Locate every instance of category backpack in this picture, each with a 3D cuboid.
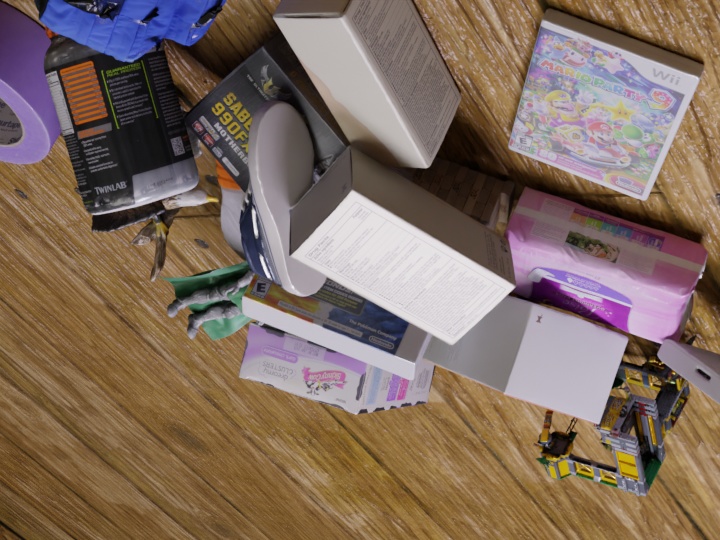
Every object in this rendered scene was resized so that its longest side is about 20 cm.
[{"bbox_3d":[-0.197,-0.272,1.311,0.167,0.163,0.200,29,152,-14],"label":"backpack"}]

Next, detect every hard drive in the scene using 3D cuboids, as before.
[{"bbox_3d":[0.409,0.126,1.502,0.199,0.026,0.132,16,-165,-34],"label":"hard drive"}]

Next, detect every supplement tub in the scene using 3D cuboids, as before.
[{"bbox_3d":[-0.244,-0.166,1.499,0.122,0.122,0.201,-6,101,46],"label":"supplement tub"}]

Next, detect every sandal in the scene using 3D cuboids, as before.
[{"bbox_3d":[-0.118,-0.096,1.662,0.079,0.059,0.207,41,148,22],"label":"sandal"}]

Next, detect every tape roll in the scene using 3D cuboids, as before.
[{"bbox_3d":[-0.420,-0.215,1.683,0.199,0.085,0.200,21,152,11],"label":"tape roll"}]

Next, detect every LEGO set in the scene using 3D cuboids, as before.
[{"bbox_3d":[0.274,0.138,1.610,0.153,0.200,0.116,22,148,35],"label":"LEGO set"}]

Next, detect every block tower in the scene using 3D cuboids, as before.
[{"bbox_3d":[0.056,-0.087,1.537,0.199,0.058,0.054,18,152,11],"label":"block tower"}]

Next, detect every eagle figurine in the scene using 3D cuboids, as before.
[{"bbox_3d":[-0.233,-0.096,1.679,0.150,0.152,0.200,-22,163,0],"label":"eagle figurine"}]

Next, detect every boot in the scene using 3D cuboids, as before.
[{"bbox_3d":[-0.092,-0.074,1.472,0.090,0.073,0.201,20,124,48],"label":"boot"}]

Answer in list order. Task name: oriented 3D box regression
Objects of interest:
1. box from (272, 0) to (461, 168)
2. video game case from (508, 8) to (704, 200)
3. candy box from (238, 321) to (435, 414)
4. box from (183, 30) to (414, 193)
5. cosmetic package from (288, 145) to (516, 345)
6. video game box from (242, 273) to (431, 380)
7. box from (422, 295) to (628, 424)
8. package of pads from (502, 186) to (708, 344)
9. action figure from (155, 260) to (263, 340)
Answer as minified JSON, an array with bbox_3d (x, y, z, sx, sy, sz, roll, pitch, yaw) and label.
[{"bbox_3d":[0.010,-0.192,1.353,0.077,0.095,0.200,6,145,34],"label":"box"},{"bbox_3d":[0.215,-0.145,1.344,0.143,0.018,0.200,22,152,8],"label":"video game case"},{"bbox_3d":[-0.024,0.113,1.818,0.167,0.072,0.200,16,-173,26],"label":"candy box"},{"bbox_3d":[-0.064,-0.121,1.496,0.200,0.048,0.158,50,138,-8],"label":"box"},{"bbox_3d":[0.040,-0.021,1.427,0.199,0.073,0.104,31,124,-24],"label":"cosmetic package"},{"bbox_3d":[0.000,0.000,1.599,0.199,0.183,0.047,20,149,9],"label":"video game box"},{"bbox_3d":[0.169,0.082,1.590,0.124,0.098,0.200,19,180,-24],"label":"box"},{"bbox_3d":[0.242,-0.002,1.506,0.199,0.076,0.121,19,152,14],"label":"package of pads"},{"bbox_3d":[-0.125,0.024,1.712,0.199,0.055,0.118,-19,132,27],"label":"action figure"}]
